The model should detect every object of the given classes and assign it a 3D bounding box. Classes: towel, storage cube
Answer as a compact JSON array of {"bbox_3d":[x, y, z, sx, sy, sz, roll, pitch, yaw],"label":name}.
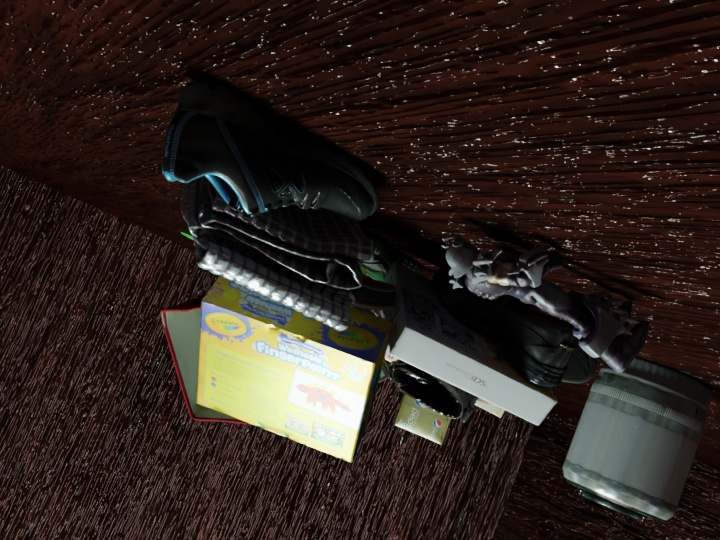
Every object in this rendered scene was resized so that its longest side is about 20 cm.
[{"bbox_3d":[-0.082,-0.046,0.827,0.165,0.086,0.200,26,-165,-23],"label":"towel"},{"bbox_3d":[-0.166,0.114,1.314,0.179,0.202,0.170,-23,-169,-42],"label":"storage cube"}]

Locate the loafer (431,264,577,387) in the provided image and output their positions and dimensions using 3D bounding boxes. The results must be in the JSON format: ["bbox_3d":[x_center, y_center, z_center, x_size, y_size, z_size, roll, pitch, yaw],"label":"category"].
[{"bbox_3d":[0.168,0.047,1.009,0.200,0.073,0.073,39,-157,28],"label":"loafer"}]

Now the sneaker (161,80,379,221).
[{"bbox_3d":[-0.073,-0.077,0.721,0.199,0.083,0.073,24,171,-31],"label":"sneaker"}]

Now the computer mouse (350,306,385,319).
[{"bbox_3d":[-0.011,-0.008,1.041,0.058,0.034,0.201,-7,136,19],"label":"computer mouse"}]

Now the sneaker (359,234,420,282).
[{"bbox_3d":[0.000,0.000,1.108,0.078,0.086,0.199,16,170,47],"label":"sneaker"}]

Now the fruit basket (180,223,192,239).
[{"bbox_3d":[-0.123,0.010,1.100,0.154,0.217,0.215,18,173,30],"label":"fruit basket"}]

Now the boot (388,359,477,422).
[{"bbox_3d":[0.083,0.109,1.068,0.199,0.070,0.174,30,-163,27],"label":"boot"}]

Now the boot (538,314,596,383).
[{"bbox_3d":[0.229,0.101,1.214,0.198,0.074,0.151,20,175,14],"label":"boot"}]

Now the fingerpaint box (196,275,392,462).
[{"bbox_3d":[-0.078,0.105,0.978,0.198,0.074,0.168,18,130,9],"label":"fingerpaint box"}]

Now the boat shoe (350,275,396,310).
[{"bbox_3d":[-0.047,-0.008,0.975,0.198,0.063,0.071,20,-177,-9],"label":"boat shoe"}]

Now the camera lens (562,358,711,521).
[{"bbox_3d":[0.384,0.236,1.217,0.159,0.202,0.160,21,174,2],"label":"camera lens"}]

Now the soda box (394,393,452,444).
[{"bbox_3d":[0.103,0.158,1.174,0.067,0.065,0.200,21,-164,8],"label":"soda box"}]

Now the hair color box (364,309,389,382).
[{"bbox_3d":[-0.009,0.097,1.234,0.200,0.061,0.102,-116,2,-84],"label":"hair color box"}]

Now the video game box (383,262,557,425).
[{"bbox_3d":[0.123,0.083,1.034,0.199,0.047,0.182,27,-162,-12],"label":"video game box"}]

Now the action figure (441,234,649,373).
[{"bbox_3d":[0.160,0.017,0.793,0.199,0.070,0.130,27,180,-8],"label":"action figure"}]

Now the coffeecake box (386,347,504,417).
[{"bbox_3d":[0.147,0.122,1.345,0.199,0.074,0.154,26,-158,2],"label":"coffeecake box"}]
